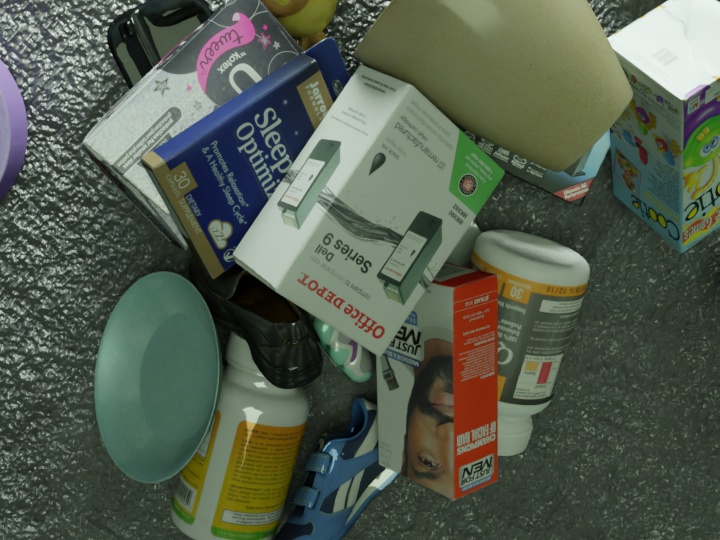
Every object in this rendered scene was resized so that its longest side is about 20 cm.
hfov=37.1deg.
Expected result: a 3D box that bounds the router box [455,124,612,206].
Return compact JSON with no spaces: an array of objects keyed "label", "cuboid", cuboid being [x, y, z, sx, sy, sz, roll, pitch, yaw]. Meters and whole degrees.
[{"label":"router box","cuboid":[0.156,-0.171,1.041,0.199,0.062,0.151,24,97,-7]}]

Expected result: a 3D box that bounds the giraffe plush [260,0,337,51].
[{"label":"giraffe plush","cuboid":[-0.048,-0.289,0.981,0.162,0.173,0.199,-45,134,16]}]

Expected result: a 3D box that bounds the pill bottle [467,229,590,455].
[{"label":"pill bottle","cuboid":[0.145,0.071,1.055,0.115,0.117,0.202,12,107,-5]}]

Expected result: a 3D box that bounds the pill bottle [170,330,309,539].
[{"label":"pill bottle","cuboid":[-0.113,0.162,1.065,0.110,0.111,0.202,15,99,-5]}]

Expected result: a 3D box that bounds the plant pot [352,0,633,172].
[{"label":"plant pot","cuboid":[0.127,-0.184,0.912,0.200,0.187,0.187,43,96,-5]}]

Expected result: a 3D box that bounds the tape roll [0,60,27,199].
[{"label":"tape roll","cuboid":[-0.423,-0.135,1.018,0.198,0.066,0.202,0,101,-2]}]

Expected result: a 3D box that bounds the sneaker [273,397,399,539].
[{"label":"sneaker","cuboid":[-0.032,0.213,1.075,0.082,0.074,0.200,50,65,-13]}]

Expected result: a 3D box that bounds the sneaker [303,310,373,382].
[{"label":"sneaker","cuboid":[0.000,0.000,1.033,0.139,0.078,0.201,-32,112,-7]}]

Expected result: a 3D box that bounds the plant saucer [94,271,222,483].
[{"label":"plant saucer","cuboid":[-0.187,0.103,1.039,0.039,0.200,0.203,9,103,-46]}]

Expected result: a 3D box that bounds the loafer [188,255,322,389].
[{"label":"loafer","cuboid":[-0.100,0.023,1.009,0.072,0.200,0.073,-25,136,-29]}]

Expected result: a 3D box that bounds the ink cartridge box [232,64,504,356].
[{"label":"ink cartridge box","cuboid":[0.009,-0.048,0.923,0.146,0.084,0.201,34,90,-40]}]

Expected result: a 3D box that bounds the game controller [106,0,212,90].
[{"label":"game controller","cuboid":[-0.162,-0.168,1.044,0.104,0.042,0.201,-28,102,-13]}]

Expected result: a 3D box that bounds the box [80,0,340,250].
[{"label":"box","cuboid":[-0.138,-0.136,0.971,0.200,0.115,0.132,-46,105,-9]}]

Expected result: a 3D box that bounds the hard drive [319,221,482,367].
[{"label":"hard drive","cuboid":[0.017,-0.014,1.083,0.199,0.026,0.132,-36,100,3]}]

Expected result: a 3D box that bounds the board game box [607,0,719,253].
[{"label":"board game box","cuboid":[0.297,-0.133,0.975,0.103,0.105,0.201,-32,141,-10]}]

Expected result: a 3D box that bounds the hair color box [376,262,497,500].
[{"label":"hair color box","cuboid":[0.070,0.097,1.004,0.064,0.110,0.202,-14,108,-38]}]

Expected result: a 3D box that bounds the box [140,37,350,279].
[{"label":"box","cuboid":[-0.075,-0.098,0.917,0.199,0.032,0.122,-37,128,-16]}]
